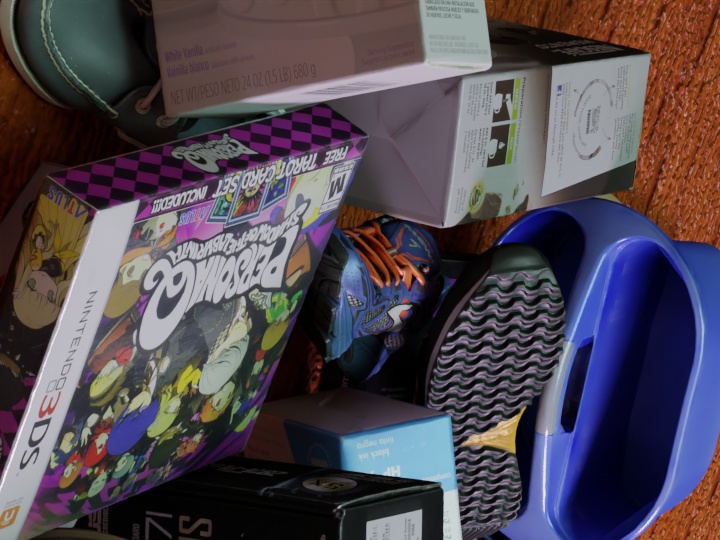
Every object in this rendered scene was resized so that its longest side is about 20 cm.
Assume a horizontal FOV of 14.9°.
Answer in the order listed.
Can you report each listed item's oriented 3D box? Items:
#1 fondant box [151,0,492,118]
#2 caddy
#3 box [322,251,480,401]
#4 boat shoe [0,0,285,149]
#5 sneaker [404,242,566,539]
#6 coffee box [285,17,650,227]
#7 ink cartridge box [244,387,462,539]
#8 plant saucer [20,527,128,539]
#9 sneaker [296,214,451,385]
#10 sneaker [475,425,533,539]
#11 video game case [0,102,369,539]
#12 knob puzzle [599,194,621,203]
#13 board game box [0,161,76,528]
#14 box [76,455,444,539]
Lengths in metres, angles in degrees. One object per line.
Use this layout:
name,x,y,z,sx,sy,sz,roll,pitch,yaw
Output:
fondant box,-0.027,-0.175,1.197,0.058,0.144,0.202,-2,85,-55
caddy,0.126,0.057,1.518,0.105,0.141,0.201,-12,117,-58
box,0.025,0.089,1.542,0.143,0.036,0.202,4,98,-57
boat shoe,-0.090,-0.089,1.261,0.200,0.062,0.073,40,71,-54
sneaker,0.053,0.048,1.436,0.069,0.090,0.201,-6,134,-16
coffee box,0.055,-0.081,1.448,0.200,0.112,0.080,-13,113,-55
ink cartridge box,0.000,0.169,1.409,0.067,0.116,0.202,-10,99,-27
plant saucer,-0.114,0.199,1.178,0.200,0.200,0.029,-44,179,-40
sneaker,0.000,0.000,1.376,0.078,0.076,0.200,-36,171,1
sneaker,0.093,0.182,1.653,0.072,0.071,0.202,-24,117,-53
video game case,-0.092,0.024,1.213,0.200,0.036,0.182,-19,138,-54
knob puzzle,0.152,0.060,1.703,0.219,0.030,0.221,24,63,-59
board game box,-0.158,0.068,1.244,0.201,0.034,0.127,-59,145,-25
box,-0.049,0.195,1.316,0.086,0.163,0.202,-6,99,-53
